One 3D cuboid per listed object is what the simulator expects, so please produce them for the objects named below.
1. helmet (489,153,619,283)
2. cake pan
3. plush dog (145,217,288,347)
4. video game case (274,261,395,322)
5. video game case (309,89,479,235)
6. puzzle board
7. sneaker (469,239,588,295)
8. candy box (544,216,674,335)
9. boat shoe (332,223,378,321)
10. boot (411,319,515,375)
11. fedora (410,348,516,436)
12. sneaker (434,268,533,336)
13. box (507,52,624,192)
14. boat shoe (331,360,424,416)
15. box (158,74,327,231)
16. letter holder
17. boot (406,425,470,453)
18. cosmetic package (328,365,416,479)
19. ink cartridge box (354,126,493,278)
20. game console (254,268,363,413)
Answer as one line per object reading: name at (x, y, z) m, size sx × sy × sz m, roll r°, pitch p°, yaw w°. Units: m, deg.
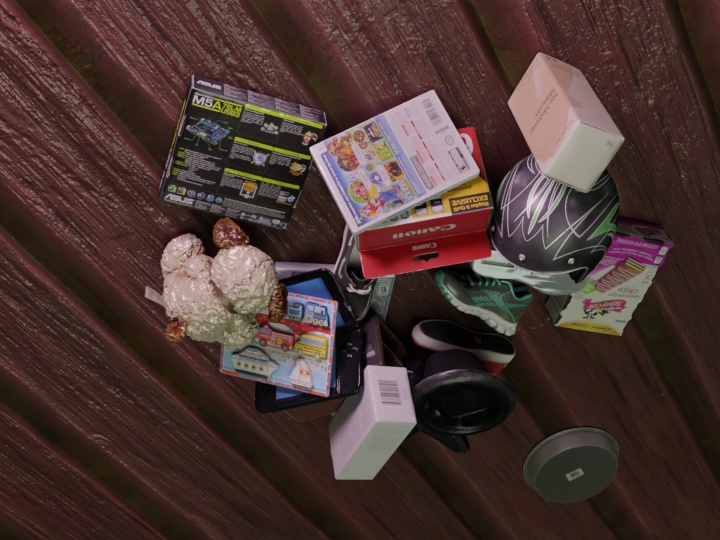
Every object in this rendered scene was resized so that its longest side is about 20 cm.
helmet at (0.285, -0.082, 1.391) m, size 0.199 × 0.201 × 0.191 m, roll -27°, pitch 158°, yaw 11°
cake pan at (0.427, 0.397, 1.901) m, size 0.198 × 0.037 × 0.202 m, roll -5°, pitch 128°, yaw -6°
plush dog at (-0.200, 0.026, 1.393) m, size 0.171 × 0.161 × 0.201 m, roll -32°, pitch 101°, yaw 20°
video game case at (-0.054, 0.068, 1.572) m, size 0.198 × 0.023 × 0.183 m, roll 3°, pitch 127°, yaw -12°
video game case at (0.047, -0.153, 1.329) m, size 0.199 × 0.144 × 0.018 m, roll -26°, pitch 165°, yaw -7°
puzzle board at (-0.133, 0.106, 1.486) m, size 0.198 × 0.017 × 0.152 m, roll 10°, pitch 100°, yaw 23°
sneaker at (0.269, -0.016, 1.527) m, size 0.198 × 0.071 × 0.074 m, roll 14°, pitch 116°, yaw -9°
candy box at (0.413, 0.009, 1.585) m, size 0.135 × 0.061 × 0.201 m, roll 8°, pitch 126°, yaw -16°
boat shoe at (0.000, 0.000, 1.483) m, size 0.073 × 0.060 × 0.202 m, roll 7°, pitch 114°, yaw -15°
boot at (0.156, 0.166, 1.657) m, size 0.199 × 0.073 × 0.145 m, roll 16°, pitch 125°, yaw -25°
fedora at (0.164, 0.193, 1.576) m, size 0.199 × 0.092 × 0.201 m, roll -3°, pitch 142°, yaw -2°
sneaker at (0.206, 0.030, 1.566) m, size 0.199 × 0.078 × 0.091 m, roll 26°, pitch 110°, yaw -35°
box at (0.279, -0.207, 1.305) m, size 0.077 × 0.201 × 0.095 m, roll 18°, pitch 122°, yaw -21°
boat shoe at (0.033, 0.212, 1.669) m, size 0.199 × 0.093 × 0.075 m, roll -12°, pitch 109°, yaw 38°
box at (-0.172, -0.163, 1.360) m, size 0.198 × 0.048 × 0.194 m, roll 12°, pitch 122°, yaw -18°
letter holder at (-0.026, 0.179, 1.588) m, size 0.199 × 0.101 × 0.142 m, roll -22°, pitch 140°, yaw 17°
boot at (0.091, 0.292, 1.739) m, size 0.162 × 0.074 × 0.199 m, roll -31°, pitch 119°, yaw 11°
cosmetic package at (0.015, 0.248, 1.520) m, size 0.071 × 0.102 × 0.200 m, roll 6°, pitch 142°, yaw -21°
ink cartridge box at (0.084, -0.096, 1.364) m, size 0.198 × 0.177 × 0.084 m, roll -11°, pitch 161°, yaw -2°
game console at (-0.106, 0.115, 1.494) m, size 0.199 × 0.172 × 0.118 m, roll -15°, pitch 149°, yaw 25°
